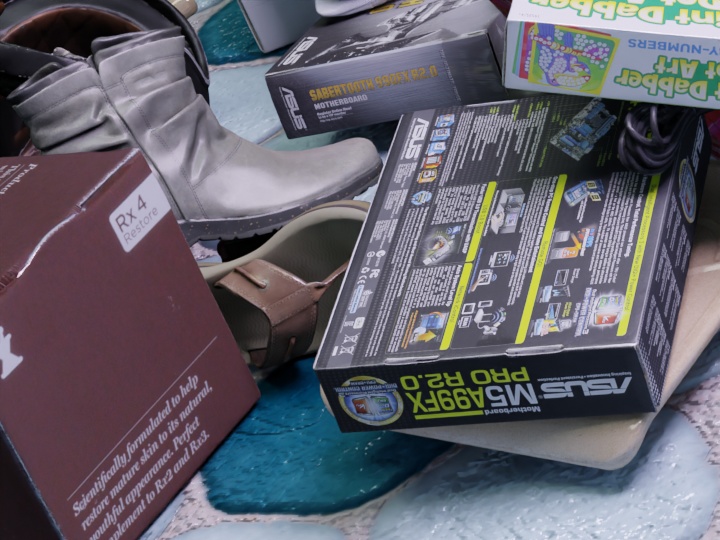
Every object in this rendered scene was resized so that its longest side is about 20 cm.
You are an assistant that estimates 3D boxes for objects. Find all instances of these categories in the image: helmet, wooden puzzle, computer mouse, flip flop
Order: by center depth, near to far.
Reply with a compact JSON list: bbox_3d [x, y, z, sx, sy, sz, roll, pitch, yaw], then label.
[{"bbox_3d":[0.226,-0.042,1.142,0.200,0.044,0.110,28,39,12],"label":"computer mouse"},{"bbox_3d":[0.103,0.020,1.195,0.185,0.046,0.200,7,45,37],"label":"wooden puzzle"},{"bbox_3d":[-0.054,0.021,1.295,0.199,0.081,0.058,-15,22,28],"label":"flip flop"},{"bbox_3d":[-0.183,-0.088,1.474,0.199,0.201,0.191,-22,0,5],"label":"helmet"}]

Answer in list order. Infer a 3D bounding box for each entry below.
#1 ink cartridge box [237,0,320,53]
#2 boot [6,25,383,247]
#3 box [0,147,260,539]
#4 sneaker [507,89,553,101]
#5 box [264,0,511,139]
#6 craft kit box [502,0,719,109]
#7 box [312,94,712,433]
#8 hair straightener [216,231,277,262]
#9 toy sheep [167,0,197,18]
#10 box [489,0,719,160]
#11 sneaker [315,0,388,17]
[{"bbox_3d":[-0.023,-0.255,1.763,0.146,0.083,0.200,-20,27,10],"label":"ink cartridge box"},{"bbox_3d":[-0.089,-0.079,1.353,0.199,0.131,0.068,-18,7,-16],"label":"boot"},{"bbox_3d":[-0.198,0.050,1.270,0.199,0.165,0.166,0,35,39],"label":"box"},{"bbox_3d":[0.169,-0.152,1.414,0.199,0.088,0.076,-26,28,0],"label":"sneaker"},{"bbox_3d":[0.049,-0.157,1.539,0.158,0.048,0.200,-9,24,29],"label":"box"},{"bbox_3d":[0.179,-0.149,1.172,0.199,0.049,0.198,6,42,7],"label":"craft kit box"},{"bbox_3d":[0.078,-0.009,1.166,0.160,0.044,0.200,-5,39,21],"label":"box"},{"bbox_3d":[0.000,0.000,1.346,0.199,0.041,0.077,-7,32,23],"label":"hair straightener"},{"bbox_3d":[-0.196,-0.129,1.631,0.200,0.138,0.138,-40,26,7],"label":"toy sheep"},{"bbox_3d":[0.158,-0.148,1.310,0.200,0.095,0.100,38,91,38],"label":"box"},{"bbox_3d":[-0.025,-0.222,1.572,0.199,0.075,0.115,6,30,31],"label":"sneaker"}]
